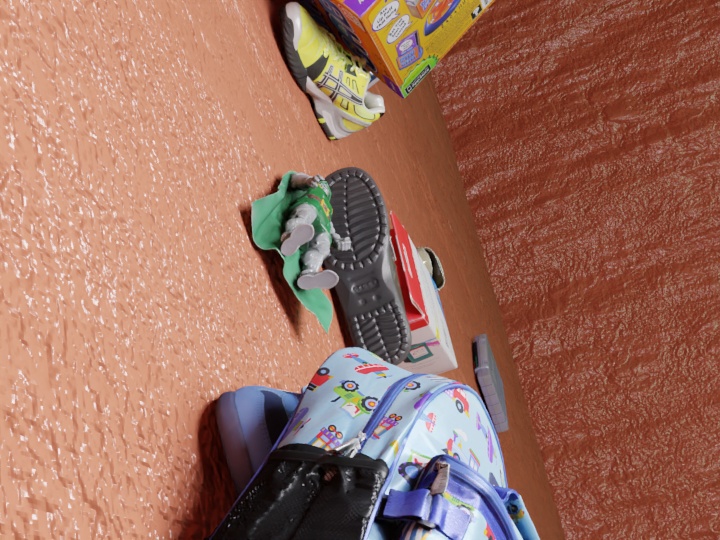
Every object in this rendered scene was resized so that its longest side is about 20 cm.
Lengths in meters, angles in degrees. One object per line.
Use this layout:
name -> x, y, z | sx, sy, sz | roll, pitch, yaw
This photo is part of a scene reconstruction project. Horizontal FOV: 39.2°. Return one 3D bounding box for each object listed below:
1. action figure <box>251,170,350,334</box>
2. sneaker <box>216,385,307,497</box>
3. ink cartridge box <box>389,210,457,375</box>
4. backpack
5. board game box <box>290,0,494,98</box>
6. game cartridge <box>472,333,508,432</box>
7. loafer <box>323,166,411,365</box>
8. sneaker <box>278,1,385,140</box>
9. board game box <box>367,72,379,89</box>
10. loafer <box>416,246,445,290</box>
action figure -> -0.043, -0.040, 0.849 | 0.200, 0.054, 0.119 | -91, 158, -69
sneaker -> -0.025, 0.104, 0.613 | 0.200, 0.082, 0.075 | 35, 40, -70
ink cartridge box -> 0.044, 0.034, 1.119 | 0.200, 0.067, 0.117 | 55, 20, -58
backpack -> 0.022, 0.142, 0.501 | 0.200, 0.134, 0.183 | -59, 135, -44
board game box -> 0.025, -0.359, 1.122 | 0.200, 0.200, 0.200 | 43, 0, 21
game cartridge -> 0.257, 0.219, 2.010 | 0.200, 0.038, 0.130 | -76, 143, -70
loafer -> 0.000, 0.000, 0.981 | 0.071, 0.072, 0.202 | 73, 7, -78
sneaker -> -0.033, -0.232, 1.138 | 0.200, 0.076, 0.076 | 55, 22, -55
board game box -> 0.053, -0.365, 1.498 | 0.026, 0.200, 0.201 | 42, 23, -27
loafer -> 0.077, 0.010, 1.326 | 0.200, 0.068, 0.076 | 9, 63, -78
